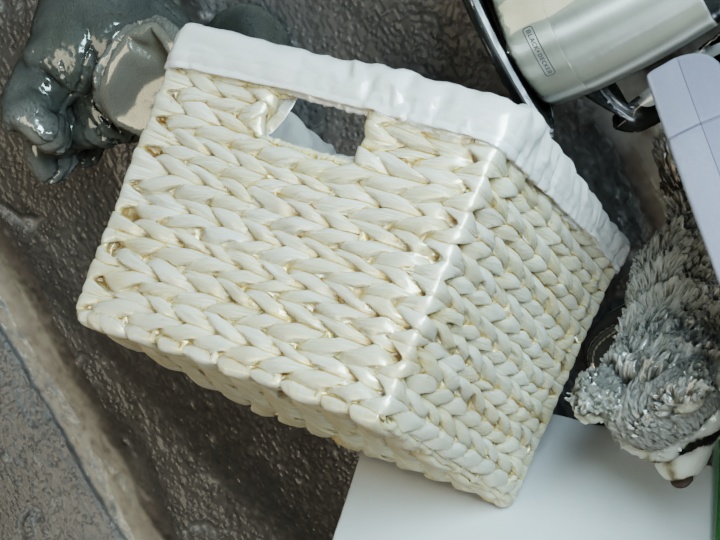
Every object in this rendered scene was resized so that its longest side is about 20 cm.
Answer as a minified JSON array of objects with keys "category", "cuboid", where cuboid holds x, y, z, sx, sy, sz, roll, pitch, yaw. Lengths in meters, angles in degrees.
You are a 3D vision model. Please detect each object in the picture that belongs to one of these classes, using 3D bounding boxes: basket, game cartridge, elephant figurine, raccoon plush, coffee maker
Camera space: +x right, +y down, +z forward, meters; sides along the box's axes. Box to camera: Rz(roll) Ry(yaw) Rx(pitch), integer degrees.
[{"category":"basket","cuboid":[0.000,0.000,0.805,0.197,0.200,0.162,17,79,29]},{"category":"game cartridge","cuboid":[0.180,0.009,0.700,0.040,0.133,0.201,-25,64,19]},{"category":"elephant figurine","cuboid":[-0.101,-0.103,0.966,0.198,0.142,0.156,12,147,24]},{"category":"raccoon plush","cuboid":[0.142,0.006,0.797,0.096,0.133,0.201,-32,67,31]},{"category":"coffee maker","cuboid":[0.147,-0.182,0.752,0.199,0.135,0.194,-21,56,20]}]

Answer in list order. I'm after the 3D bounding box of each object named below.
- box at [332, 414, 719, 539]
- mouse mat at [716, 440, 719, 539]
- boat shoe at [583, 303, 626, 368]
[{"category":"box","cuboid":[0.085,0.185,0.859,0.197,0.200,0.132,5,122,12]},{"category":"mouse mat","cuboid":[0.265,0.165,0.893,0.160,0.008,0.202,-1,108,33]},{"category":"boat shoe","cuboid":[0.203,0.046,0.858,0.199,0.057,0.067,-2,106,33]}]
